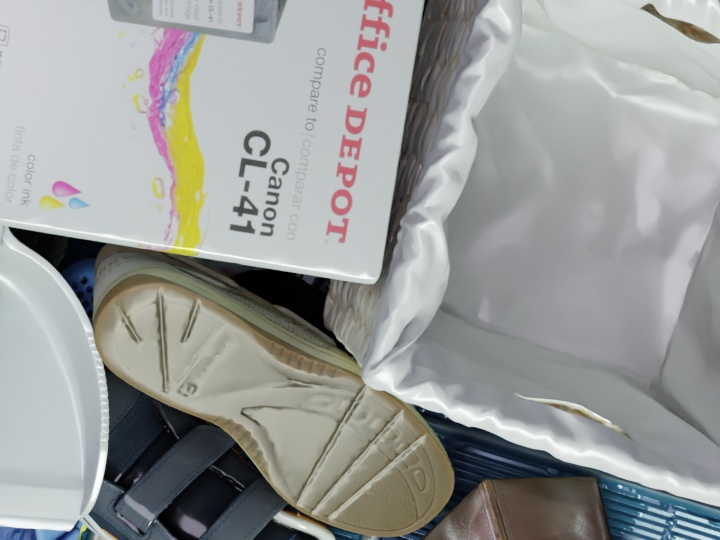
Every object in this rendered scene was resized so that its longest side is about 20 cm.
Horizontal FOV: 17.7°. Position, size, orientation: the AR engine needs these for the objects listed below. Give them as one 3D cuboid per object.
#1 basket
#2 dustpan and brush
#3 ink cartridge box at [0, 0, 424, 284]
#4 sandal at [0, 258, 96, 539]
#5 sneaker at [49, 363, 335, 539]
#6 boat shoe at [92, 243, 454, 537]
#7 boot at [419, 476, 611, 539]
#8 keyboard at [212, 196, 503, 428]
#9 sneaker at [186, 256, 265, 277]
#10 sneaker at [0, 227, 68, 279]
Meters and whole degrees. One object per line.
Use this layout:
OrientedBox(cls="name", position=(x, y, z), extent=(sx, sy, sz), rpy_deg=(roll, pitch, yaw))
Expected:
OrientedBox(cls="basket", position=(0.105, -0.027, 1.002), extent=(0.197, 0.161, 0.202), rpy_deg=(18, 94, -14))
OrientedBox(cls="dustpan and brush", position=(-0.167, 0.011, 0.995), extent=(0.138, 0.057, 0.202), rpy_deg=(6, 89, -20))
OrientedBox(cls="ink cartridge box", position=(-0.081, -0.083, 0.936), extent=(0.198, 0.086, 0.149), rpy_deg=(9, 94, -8))
OrientedBox(cls="sandal", position=(-0.151, 0.090, 1.106), extent=(0.079, 0.087, 0.202), rpy_deg=(20, 90, 12))
OrientedBox(cls="sneaker", position=(-0.068, 0.116, 1.069), extent=(0.200, 0.079, 0.079), rpy_deg=(48, 66, -13))
OrientedBox(cls="boat shoe", position=(-0.038, 0.050, 1.048), extent=(0.199, 0.065, 0.072), rpy_deg=(34, 108, -26))
OrientedBox(cls="boot", position=(0.051, 0.206, 1.085), extent=(0.185, 0.064, 0.202), rpy_deg=(-20, 90, -5))
OrientedBox(cls="keyboard", position=(0.000, 0.000, 1.115), extent=(0.104, 0.040, 0.201), rpy_deg=(32, 94, 27))
OrientedBox(cls="sneaker", position=(-0.090, -0.088, 1.103), extent=(0.099, 0.078, 0.202), rpy_deg=(-18, 79, 25))
OrientedBox(cls="sneaker", position=(-0.221, 0.004, 1.097), extent=(0.115, 0.076, 0.201), rpy_deg=(42, 123, 12))
